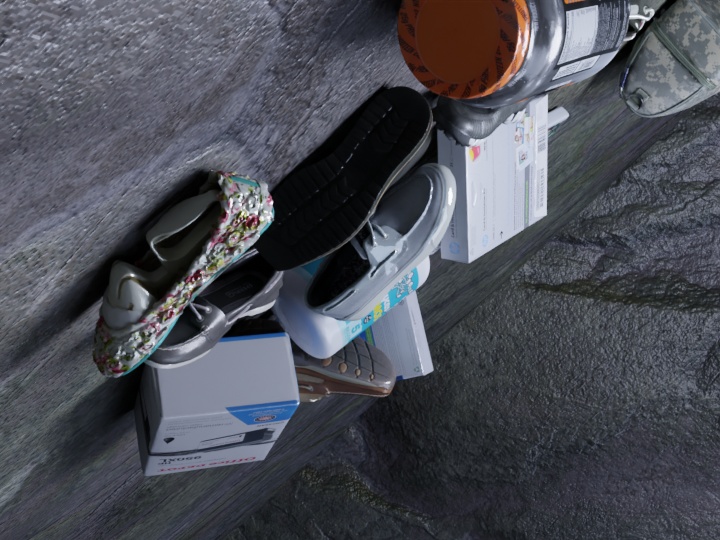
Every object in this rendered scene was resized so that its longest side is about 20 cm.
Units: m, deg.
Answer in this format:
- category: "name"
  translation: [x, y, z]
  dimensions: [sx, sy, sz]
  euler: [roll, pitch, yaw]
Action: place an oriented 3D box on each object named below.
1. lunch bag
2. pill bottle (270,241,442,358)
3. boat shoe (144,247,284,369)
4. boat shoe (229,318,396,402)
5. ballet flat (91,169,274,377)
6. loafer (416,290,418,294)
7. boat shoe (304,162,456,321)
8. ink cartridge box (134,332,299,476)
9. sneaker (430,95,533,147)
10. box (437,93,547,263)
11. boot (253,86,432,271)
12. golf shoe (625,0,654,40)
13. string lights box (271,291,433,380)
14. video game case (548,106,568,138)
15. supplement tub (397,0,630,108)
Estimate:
- category: "lunch bag"
  translation: [0.475, -0.304, 1.591]
  dimensions: [0.168, 0.139, 0.200]
  euler: [-49, 166, 33]
- category: "pill bottle"
  translation: [0.000, 0.000, 1.219]
  dimensions: [0.200, 0.111, 0.111]
  euler: [-38, 169, -21]
- category: "boat shoe"
  translation: [-0.134, 0.025, 0.994]
  dimensions: [0.200, 0.067, 0.057]
  euler: [-34, 152, -56]
- category: "boat shoe"
  translation: [-0.054, 0.112, 1.255]
  dimensions: [0.076, 0.200, 0.072]
  euler: [-54, 153, -51]
- category: "ballet flat"
  translation: [-0.151, -0.004, 0.837]
  dimensions: [0.200, 0.076, 0.064]
  euler: [-47, 138, 7]
- category: "loafer"
  translation: [0.028, 0.098, 1.834]
  dimensions: [0.200, 0.063, 0.072]
  euler: [-38, 169, -19]
- category: "boat shoe"
  translation: [0.015, -0.025, 1.072]
  dimensions: [0.071, 0.070, 0.201]
  euler: [6, 130, -48]
- category: "ink cartridge box"
  translation: [-0.159, 0.146, 1.169]
  dimensions: [0.144, 0.084, 0.200]
  euler: [-4, 155, -18]
- category: "sneaker"
  translation: [0.135, -0.183, 1.096]
  dimensions: [0.091, 0.066, 0.200]
  euler: [-51, 169, 32]
- category: "box"
  translation: [0.158, -0.112, 1.269]
  dimensions: [0.200, 0.041, 0.156]
  euler: [-30, 123, -50]
- category: "boot"
  translation: [-0.004, -0.076, 1.018]
  dimensions: [0.200, 0.077, 0.138]
  euler: [-41, 174, 6]
- category: "golf shoe"
  translation: [0.263, -0.276, 1.106]
  dimensions: [0.200, 0.088, 0.077]
  euler: [-37, 167, -29]
- category: "string lights box"
  translation: [-0.024, 0.093, 1.308]
  dimensions: [0.200, 0.103, 0.059]
  euler: [-13, 177, 15]
- category: "video game case"
  translation: [0.193, -0.144, 1.559]
  dimensions: [0.200, 0.023, 0.182]
  euler: [-30, 165, -44]
- category: "supplement tub"
  translation: [0.118, -0.192, 0.833]
  dimensions: [0.123, 0.123, 0.200]
  euler: [-49, 166, 34]
